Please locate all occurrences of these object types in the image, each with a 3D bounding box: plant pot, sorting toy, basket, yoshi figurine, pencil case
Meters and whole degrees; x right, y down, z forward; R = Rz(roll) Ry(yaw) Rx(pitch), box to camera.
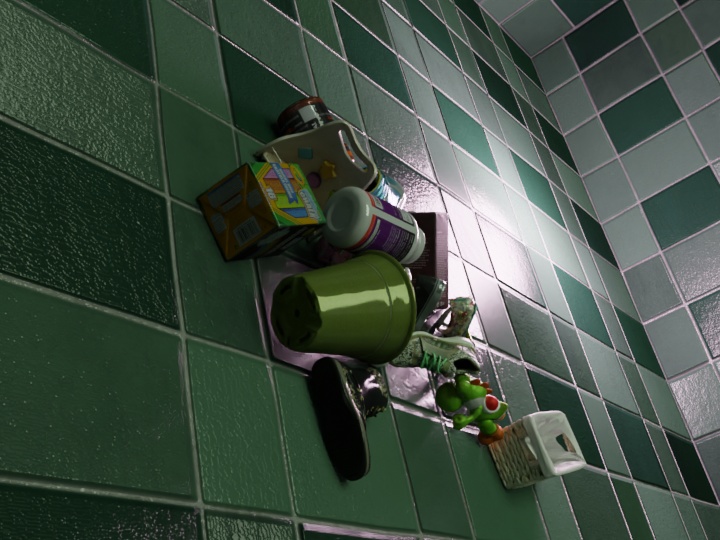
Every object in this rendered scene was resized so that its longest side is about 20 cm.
[{"bbox_3d":[-0.043,0.068,1.431,0.190,0.200,0.200,-3,64,-46],"label":"plant pot"},{"bbox_3d":[-0.065,-0.189,1.626,0.200,0.180,0.107,58,27,-2],"label":"sorting toy"},{"bbox_3d":[0.378,0.390,1.849,0.200,0.123,0.136,9,55,-55],"label":"basket"},{"bbox_3d":[0.219,0.276,1.754,0.112,0.112,0.200,34,-13,47],"label":"yoshi figurine"},{"bbox_3d":[0.000,0.000,1.655,0.200,0.087,0.083,42,-12,-30],"label":"pencil case"}]

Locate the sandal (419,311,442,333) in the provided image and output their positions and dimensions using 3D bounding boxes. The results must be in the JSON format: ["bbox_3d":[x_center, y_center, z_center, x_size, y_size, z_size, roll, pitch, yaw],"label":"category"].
[{"bbox_3d":[0.134,0.109,1.778,0.048,0.075,0.200,26,15,10],"label":"sandal"}]

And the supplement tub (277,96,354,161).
[{"bbox_3d":[-0.080,-0.244,1.736,0.200,0.107,0.107,61,27,6],"label":"supplement tub"}]

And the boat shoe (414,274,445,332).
[{"bbox_3d":[0.105,0.072,1.668,0.057,0.200,0.069,24,50,-3],"label":"boat shoe"}]

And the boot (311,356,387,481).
[{"bbox_3d":[0.002,0.244,1.423,0.154,0.073,0.204,17,50,-57],"label":"boot"}]

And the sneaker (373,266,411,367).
[{"bbox_3d":[0.049,0.087,1.608,0.081,0.075,0.200,42,64,-46],"label":"sneaker"}]

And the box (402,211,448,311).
[{"bbox_3d":[0.123,-0.019,1.760,0.075,0.100,0.201,-6,96,-60],"label":"box"}]

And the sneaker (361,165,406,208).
[{"bbox_3d":[0.035,-0.172,1.730,0.200,0.079,0.131,-86,156,-57],"label":"sneaker"}]

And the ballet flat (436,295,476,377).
[{"bbox_3d":[0.182,0.132,1.763,0.064,0.200,0.076,11,29,-8],"label":"ballet flat"}]

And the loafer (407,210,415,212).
[{"bbox_3d":[0.130,-0.040,1.931,0.072,0.063,0.200,2,61,-60],"label":"loafer"}]

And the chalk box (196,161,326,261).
[{"bbox_3d":[-0.152,-0.102,1.456,0.200,0.125,0.124,-11,73,-63],"label":"chalk box"}]

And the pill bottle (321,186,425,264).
[{"bbox_3d":[0.029,-0.073,1.569,0.200,0.112,0.113,22,45,-46],"label":"pill bottle"}]

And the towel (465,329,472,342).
[{"bbox_3d":[0.212,0.140,1.828,0.018,0.086,0.200,7,23,-4],"label":"towel"}]

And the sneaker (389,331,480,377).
[{"bbox_3d":[0.150,0.170,1.656,0.199,0.077,0.089,1,26,-23],"label":"sneaker"}]
